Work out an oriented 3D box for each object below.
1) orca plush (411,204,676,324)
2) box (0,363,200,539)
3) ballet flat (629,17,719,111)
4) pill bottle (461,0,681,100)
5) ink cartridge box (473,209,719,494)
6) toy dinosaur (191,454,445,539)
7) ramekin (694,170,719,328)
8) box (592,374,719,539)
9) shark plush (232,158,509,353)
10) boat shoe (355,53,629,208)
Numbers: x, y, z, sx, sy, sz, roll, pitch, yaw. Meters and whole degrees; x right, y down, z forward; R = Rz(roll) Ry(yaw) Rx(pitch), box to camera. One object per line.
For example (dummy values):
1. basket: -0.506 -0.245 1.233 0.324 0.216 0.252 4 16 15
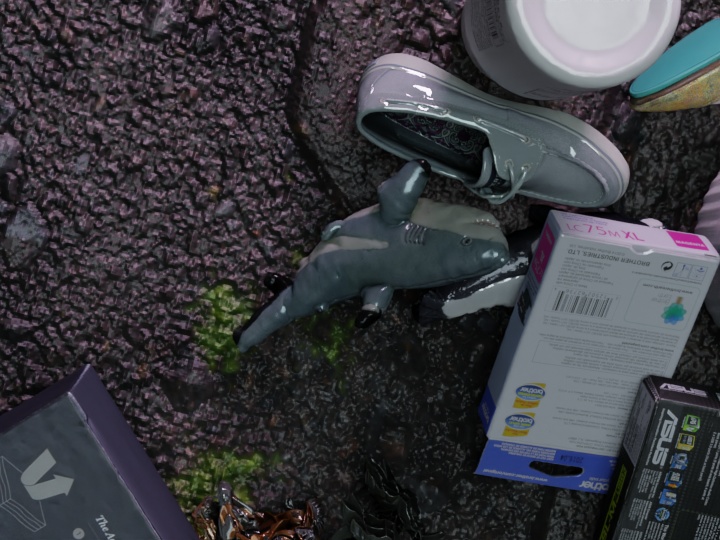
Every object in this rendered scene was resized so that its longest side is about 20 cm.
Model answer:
1. orca plush: 0.128 -0.009 1.457 0.199 0.071 0.105 -20 139 2
2. box: -0.214 0.200 1.351 0.200 0.117 0.197 -31 97 3
3. ballet flat: 0.280 -0.163 1.465 0.200 0.071 0.071 -42 97 -6
4. pill bottle: 0.130 -0.171 1.368 0.114 0.200 0.115 0 91 -9
5. ink cartridge box: 0.157 0.060 1.426 0.119 0.042 0.200 9 116 -17
6. toy dinosaur: -0.017 0.207 1.422 0.200 0.102 0.136 31 111 -22
7. ramekin: 0.328 -0.015 1.445 0.199 0.105 0.201 0 91 -17
8. box: 0.266 0.186 1.449 0.193 0.048 0.201 10 110 -11
9. shark plush: 0.000 0.000 1.399 0.199 0.091 0.083 -19 55 3
10. boat shoe: 0.087 -0.079 1.419 0.200 0.070 0.072 22 45 -4
